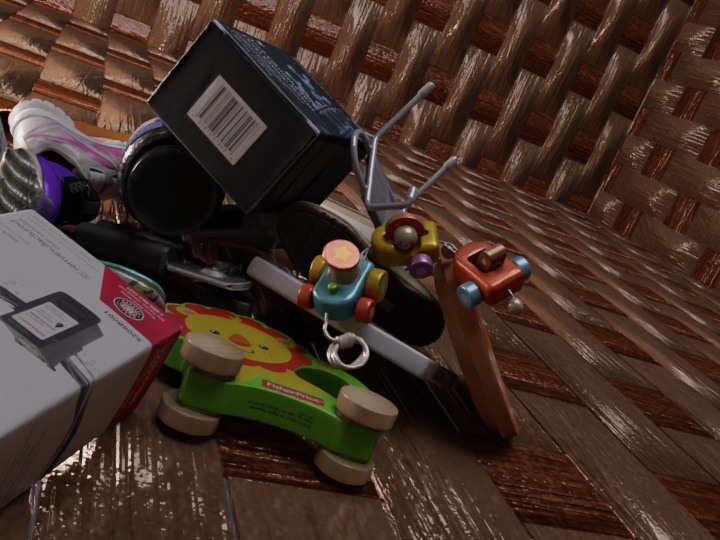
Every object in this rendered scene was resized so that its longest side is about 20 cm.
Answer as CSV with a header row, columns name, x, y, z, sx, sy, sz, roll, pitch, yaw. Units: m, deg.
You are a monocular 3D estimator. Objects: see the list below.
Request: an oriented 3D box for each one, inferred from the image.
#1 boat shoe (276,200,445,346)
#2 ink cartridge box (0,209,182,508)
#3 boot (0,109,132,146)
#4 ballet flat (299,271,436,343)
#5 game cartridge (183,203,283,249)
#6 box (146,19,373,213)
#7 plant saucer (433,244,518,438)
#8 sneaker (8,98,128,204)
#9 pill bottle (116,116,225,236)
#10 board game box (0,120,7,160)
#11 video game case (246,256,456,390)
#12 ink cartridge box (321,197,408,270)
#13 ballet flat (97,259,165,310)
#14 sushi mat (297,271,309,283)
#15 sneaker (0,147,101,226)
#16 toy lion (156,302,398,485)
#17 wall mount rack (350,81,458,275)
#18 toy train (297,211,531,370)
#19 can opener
name,x,y,z,sx,sy,sz,roll,pitch,yaw
boat shoe,0.000,0.000,0.763,0.200,0.072,0.076,41,16,-7
ink cartridge box,-0.221,0.048,0.442,0.145,0.084,0.200,37,17,3
boot,-0.360,-0.158,0.961,0.199,0.074,0.154,16,4,33
ballet flat,0.010,0.024,0.850,0.200,0.072,0.072,35,9,-29
game cartridge,-0.117,-0.049,0.888,0.133,0.041,0.199,15,-8,-40
box,-0.091,-0.149,0.767,0.149,0.107,0.200,47,15,6
plant saucer,0.114,0.073,0.760,0.032,0.201,0.200,-18,13,9
sneaker,-0.324,-0.114,0.886,0.199,0.081,0.089,25,40,-32
pill bottle,-0.202,-0.102,0.801,0.111,0.113,0.200,18,12,-18
board game box,-0.408,-0.107,0.662,0.146,0.065,0.200,-11,25,-15
video game case,-0.002,0.058,0.763,0.199,0.023,0.182,29,-4,19
ink cartridge box,-0.023,-0.051,1.028,0.199,0.076,0.165,27,5,22
ballet flat,-0.255,0.018,0.585,0.199,0.069,0.071,18,40,6
sushi mat,0.007,0.026,1.004,0.199,0.012,0.096,20,16,-13
sneaker,-0.307,-0.076,0.752,0.099,0.070,0.200,21,5,-34
toy lion,-0.081,0.084,0.625,0.199,0.069,0.192,21,9,-10
wall mount rack,0.055,-0.096,0.815,0.074,0.200,0.175,-5,53,19
toy train,0.043,0.001,0.655,0.199,0.056,0.150,-22,45,-18
can opener,-0.196,0.003,0.742,0.199,0.067,0.053,15,13,19
